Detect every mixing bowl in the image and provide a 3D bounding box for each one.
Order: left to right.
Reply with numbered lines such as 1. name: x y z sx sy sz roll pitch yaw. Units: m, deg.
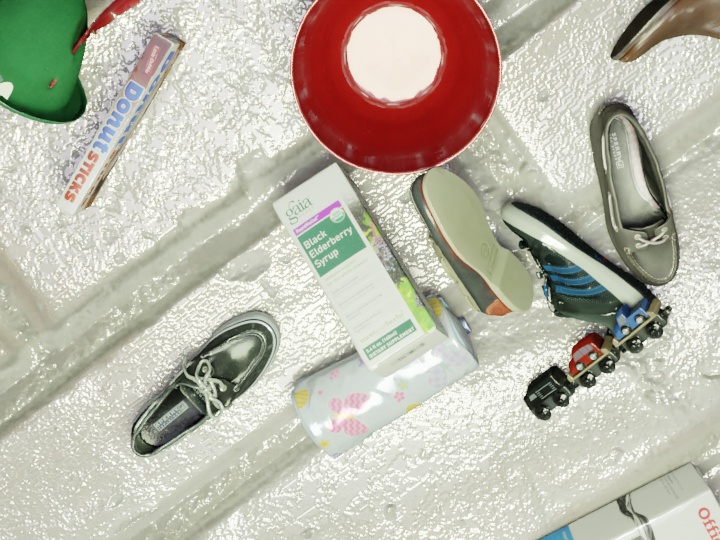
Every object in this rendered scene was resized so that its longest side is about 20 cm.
1. mixing bowl: 0.032 -0.202 1.199 0.200 0.108 0.201 0 108 0

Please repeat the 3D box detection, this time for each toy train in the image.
1. toy train: 0.238 0.088 1.260 0.046 0.034 0.200 45 125 -1

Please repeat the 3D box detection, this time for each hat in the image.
1. hat: -0.278 -0.259 1.160 0.166 0.200 0.176 39 112 -16

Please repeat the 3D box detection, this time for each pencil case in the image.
1. pencil case: 0.025 0.110 1.279 0.200 0.083 0.091 -34 93 7

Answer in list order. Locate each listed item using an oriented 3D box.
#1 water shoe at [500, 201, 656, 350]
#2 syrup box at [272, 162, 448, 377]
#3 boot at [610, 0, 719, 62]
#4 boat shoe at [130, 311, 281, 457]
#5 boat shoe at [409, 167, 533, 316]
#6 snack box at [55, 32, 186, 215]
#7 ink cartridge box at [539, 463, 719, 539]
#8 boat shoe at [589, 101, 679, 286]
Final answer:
1. water shoe: 0.213 0.010 1.262 0.200 0.072 0.079 36 107 -4
2. syrup box: 0.000 0.000 1.221 0.079 0.081 0.200 -33 75 6
3. boot: 0.376 -0.209 1.225 0.186 0.064 0.200 -41 102 10
4. boat shoe: -0.165 0.122 1.291 0.199 0.068 0.074 -36 99 7
5. boat shoe: 0.101 -0.023 1.228 0.062 0.071 0.200 -5 139 40
6. snack box: -0.241 -0.148 1.238 0.024 0.072 0.200 32 100 -3
7. ink cartridge box: 0.307 0.321 1.314 0.200 0.084 0.145 -29 100 6
8. boat shoe: 0.279 -0.073 1.251 0.067 0.057 0.200 -19 100 5
